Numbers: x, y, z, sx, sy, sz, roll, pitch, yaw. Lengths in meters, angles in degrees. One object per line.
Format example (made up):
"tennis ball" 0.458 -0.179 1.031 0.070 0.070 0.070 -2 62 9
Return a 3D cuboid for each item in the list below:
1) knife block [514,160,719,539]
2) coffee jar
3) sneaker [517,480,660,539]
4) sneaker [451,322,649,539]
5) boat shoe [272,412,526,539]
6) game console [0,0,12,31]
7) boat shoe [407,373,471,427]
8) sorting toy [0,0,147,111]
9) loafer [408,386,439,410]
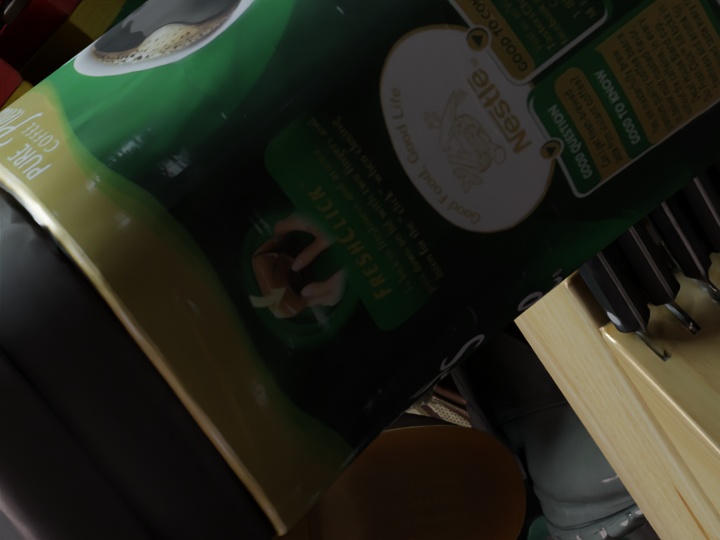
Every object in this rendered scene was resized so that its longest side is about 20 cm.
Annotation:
"knife block" 0.072 -0.002 0.595 0.176 0.064 0.200 48 170 24
"coffee jar" 0.001 -0.026 0.422 0.086 0.200 0.104 55 170 -20
"sneaker" 0.116 0.151 0.910 0.200 0.078 0.140 41 165 51
"sneaker" 0.064 0.029 0.735 0.091 0.076 0.200 61 166 -12
"boat shoe" -0.050 0.076 0.705 0.070 0.198 0.071 -179 93 -66
"game console" -0.189 -0.181 0.967 0.200 0.119 0.173 41 144 12
"boat shoe" 0.004 -0.005 0.881 0.202 0.075 0.075 37 166 -6
"sorting toy" -0.118 -0.037 0.776 0.069 0.199 0.200 38 155 -12
"loafer" -0.015 0.006 0.753 0.200 0.075 0.070 -158 73 -77
